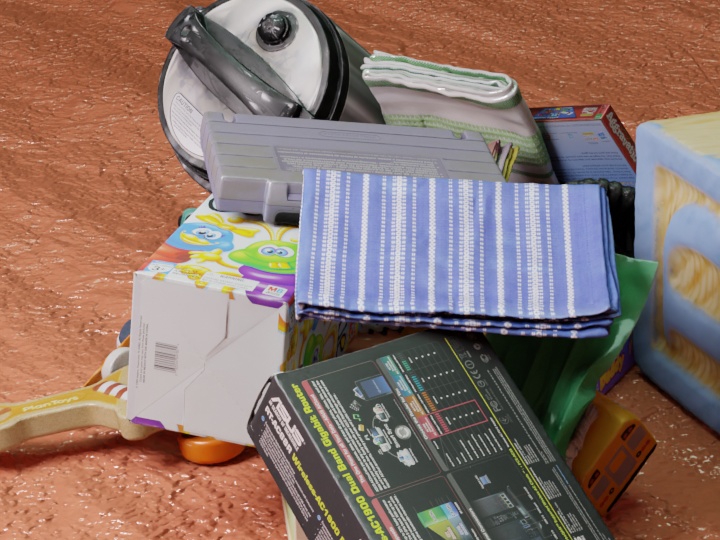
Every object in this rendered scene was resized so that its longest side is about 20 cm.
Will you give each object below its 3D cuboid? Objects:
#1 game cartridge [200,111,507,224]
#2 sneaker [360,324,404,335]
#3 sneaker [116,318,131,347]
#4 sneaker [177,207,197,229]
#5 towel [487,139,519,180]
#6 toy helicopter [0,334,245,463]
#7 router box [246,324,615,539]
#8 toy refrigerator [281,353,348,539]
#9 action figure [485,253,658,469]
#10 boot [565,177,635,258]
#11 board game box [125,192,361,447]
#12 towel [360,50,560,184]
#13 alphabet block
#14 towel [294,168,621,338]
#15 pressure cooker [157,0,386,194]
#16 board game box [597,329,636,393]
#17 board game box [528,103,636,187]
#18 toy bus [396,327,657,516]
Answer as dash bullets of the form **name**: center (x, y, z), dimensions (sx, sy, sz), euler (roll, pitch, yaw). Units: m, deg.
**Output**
- **game cartridge**: center (-0.004, -0.065, 1.650), dimensions (0.199, 0.039, 0.130), euler (4, 27, -11)
- **sneaker**: center (0.000, 0.000, 1.817), dimensions (0.199, 0.091, 0.066), euler (-10, 16, 35)
- **sneaker**: center (-0.096, 0.017, 1.784), dimensions (0.201, 0.147, 0.077), euler (11, 26, 33)
- **sneaker**: center (-0.101, -0.012, 1.930), dimensions (0.087, 0.075, 0.200), euler (5, 8, -6)
- **towel**: center (0.029, -0.031, 1.921), dimensions (0.199, 0.023, 0.144), euler (-26, 21, 24)
- **toy helicopter**: center (-0.180, 0.087, 1.708), dimensions (0.199, 0.079, 0.132), euler (-12, 23, -12)
- **router box**: center (0.045, 0.136, 1.445), dimensions (0.149, 0.062, 0.200), euler (-14, 60, -32)
- **toy refrigerator**: center (-0.022, 0.128, 1.586), dimensions (0.070, 0.076, 0.200), euler (-3, 22, -4)
- **action figure**: center (0.111, 0.082, 1.545), dimensions (0.118, 0.201, 0.055), euler (7, -20, 27)
- **boot**: center (0.144, -0.030, 1.905), dimensions (0.210, 0.080, 0.158), euler (0, -1, 4)
- **board game box**: center (-0.069, 0.022, 1.603), dimensions (0.102, 0.105, 0.200), euler (10, 24, 12)
- **towel**: center (0.090, -0.092, 2.009), dimensions (0.149, 0.200, 0.031), euler (14, 57, 33)
- **alphabet block**: center (0.322, -0.002, 1.730), dimensions (0.199, 0.197, 0.195), euler (-10, 24, -20)
- **towel**: center (0.060, -0.015, 1.527), dimensions (0.199, 0.024, 0.145), euler (4, 39, -1)
- **pressure cooker**: center (-0.073, -0.140, 2.049), dimensions (0.175, 0.180, 0.200), euler (-5, -19, 24)
- **board game box**: center (0.117, 0.060, 1.792), dimensions (0.134, 0.045, 0.200), euler (9, 23, 25)
- **board game box**: center (0.146, -0.091, 2.005), dimensions (0.199, 0.103, 0.019), euler (1, 47, 45)
- **toy bus**: center (0.100, 0.085, 1.631), dimensions (0.200, 0.065, 0.078), euler (33, -7, 35)
